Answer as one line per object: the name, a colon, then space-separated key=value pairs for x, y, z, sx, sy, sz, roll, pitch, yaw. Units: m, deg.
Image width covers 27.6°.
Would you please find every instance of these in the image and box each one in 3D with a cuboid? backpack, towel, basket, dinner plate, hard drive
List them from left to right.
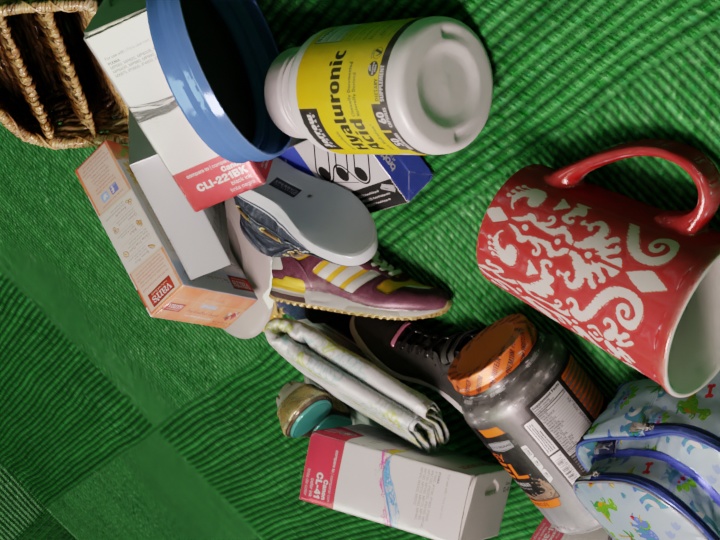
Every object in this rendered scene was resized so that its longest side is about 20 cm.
basket: x=-0.337 y=-0.218 z=1.542 sx=0.149 sy=0.142 sz=0.201 roll=52 pitch=162 yaw=38
dinner plate: x=-0.157 y=-0.019 z=1.650 sx=0.200 sy=0.024 sz=0.202 roll=23 pitch=120 yaw=49
hard drive: x=-0.010 y=0.120 z=1.733 sx=0.139 sy=0.038 sz=0.201 roll=31 pitch=151 yaw=24
towel: x=0.000 y=0.121 z=1.573 sx=0.199 sy=0.048 sz=0.171 roll=30 pitch=171 yaw=17
backpack: x=0.303 y=0.189 z=1.288 sx=0.183 sy=0.147 sz=0.200 roll=47 pitch=150 yaw=-11

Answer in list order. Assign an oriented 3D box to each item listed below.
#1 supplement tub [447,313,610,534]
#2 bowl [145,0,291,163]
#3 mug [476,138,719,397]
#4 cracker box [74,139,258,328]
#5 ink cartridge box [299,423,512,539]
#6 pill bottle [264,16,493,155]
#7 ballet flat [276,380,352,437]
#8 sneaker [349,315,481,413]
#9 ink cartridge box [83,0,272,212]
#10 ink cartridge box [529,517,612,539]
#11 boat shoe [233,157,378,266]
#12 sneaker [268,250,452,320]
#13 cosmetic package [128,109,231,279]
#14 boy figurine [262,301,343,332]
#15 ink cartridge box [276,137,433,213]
supplement tub: x=0.181 y=0.147 z=1.419 sx=0.200 sy=0.123 sz=0.122 roll=51 pitch=152 yaw=-13
bowl: x=-0.124 y=-0.189 z=1.291 sx=0.039 sy=0.201 sz=0.201 roll=-19 pitch=120 yaw=19
mug: x=0.212 y=-0.020 z=1.181 sx=0.199 sy=0.179 sz=0.133 roll=28 pitch=-174 yaw=36
cracker box: x=-0.208 y=-0.037 z=1.571 sx=0.134 sy=0.058 sz=0.201 roll=15 pitch=-142 yaw=-58
ink cartridge box: x=0.053 y=0.239 z=1.647 sx=0.199 sy=0.086 sz=0.147 roll=15 pitch=-178 yaw=24
pill bottle: x=0.008 y=-0.154 z=1.242 sx=0.199 sy=0.111 sz=0.112 roll=5 pitch=135 yaw=51
ballet flat: x=-0.063 y=0.158 z=1.691 sx=0.070 sy=0.071 sz=0.200 roll=34 pitch=178 yaw=18
sneaker: x=0.081 y=0.079 z=1.524 sx=0.199 sy=0.071 sz=0.099 roll=32 pitch=148 yaw=12
ink cartridge box: x=-0.159 y=-0.182 z=1.375 sx=0.083 sy=0.145 sz=0.201 roll=-21 pitch=119 yaw=20
ink cartridge box: x=0.297 y=0.328 z=1.558 sx=0.199 sy=0.083 sz=0.147 roll=0 pitch=130 yaw=54
boat shoe: x=-0.052 y=-0.042 z=1.433 sx=0.200 sy=0.071 sz=0.091 roll=35 pitch=151 yaw=35
sneaker: x=0.000 y=0.000 z=1.512 sx=0.198 sy=0.091 sz=0.075 roll=7 pitch=-179 yaw=16
cosmetic package: x=-0.188 y=-0.111 z=1.508 sx=0.201 sy=0.051 sz=0.151 roll=-103 pitch=-11 yaw=-53
boy figurine: x=-0.098 y=0.017 z=1.661 sx=0.199 sy=0.064 sz=0.125 roll=8 pitch=102 yaw=51
ink cartridge box: x=-0.021 y=-0.099 z=1.430 sx=0.094 sy=0.044 sz=0.200 roll=53 pitch=152 yaw=-14
